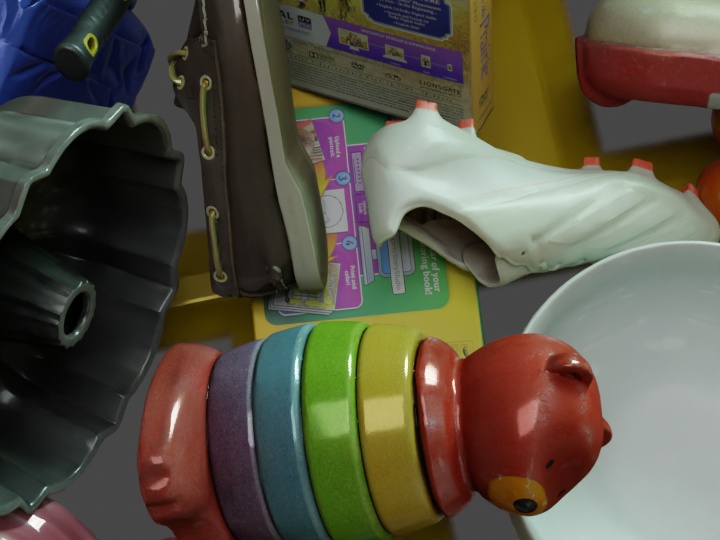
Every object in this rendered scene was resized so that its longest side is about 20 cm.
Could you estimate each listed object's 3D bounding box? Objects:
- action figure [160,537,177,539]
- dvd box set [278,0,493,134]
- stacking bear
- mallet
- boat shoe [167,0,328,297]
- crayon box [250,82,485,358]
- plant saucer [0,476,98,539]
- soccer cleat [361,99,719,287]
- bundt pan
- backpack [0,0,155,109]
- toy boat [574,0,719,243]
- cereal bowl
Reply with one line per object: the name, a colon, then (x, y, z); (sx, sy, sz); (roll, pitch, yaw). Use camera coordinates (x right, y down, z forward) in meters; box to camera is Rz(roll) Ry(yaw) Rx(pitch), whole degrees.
action figure: (-0.016, 0.184, 1.025); (0.200, 0.065, 0.099); (40, 85, 14)
dvd box set: (-0.006, -0.166, 1.031); (0.146, 0.201, 0.029); (17, 48, 22)
stacking bear: (0.013, 0.076, 0.968); (0.199, 0.122, 0.114); (-7, 48, 12)
mallet: (-0.107, -0.137, 1.028); (0.041, 0.066, 0.201); (-18, 33, 22)
boat shoe: (-0.062, -0.084, 1.030); (0.059, 0.072, 0.201); (-9, 104, 9)
crayon box: (0.000, 0.000, 1.098); (0.118, 0.058, 0.201); (-5, 69, -1)
plant saucer: (-0.201, 0.194, 1.000); (0.199, 0.051, 0.202); (1, 86, -10)
soccer cleat: (0.090, -0.022, 1.061); (0.199, 0.069, 0.078); (15, 66, -21)
bundt pan: (-0.163, 0.008, 0.989); (0.075, 0.202, 0.203); (20, 70, 20)
backpack: (-0.221, -0.139, 1.096); (0.199, 0.162, 0.169); (23, 87, 20)
toy boat: (0.208, -0.076, 1.106); (0.199, 0.131, 0.132); (7, 100, 4)
cereal bowl: (0.162, 0.091, 1.043); (0.199, 0.083, 0.201); (1, 72, -2)
